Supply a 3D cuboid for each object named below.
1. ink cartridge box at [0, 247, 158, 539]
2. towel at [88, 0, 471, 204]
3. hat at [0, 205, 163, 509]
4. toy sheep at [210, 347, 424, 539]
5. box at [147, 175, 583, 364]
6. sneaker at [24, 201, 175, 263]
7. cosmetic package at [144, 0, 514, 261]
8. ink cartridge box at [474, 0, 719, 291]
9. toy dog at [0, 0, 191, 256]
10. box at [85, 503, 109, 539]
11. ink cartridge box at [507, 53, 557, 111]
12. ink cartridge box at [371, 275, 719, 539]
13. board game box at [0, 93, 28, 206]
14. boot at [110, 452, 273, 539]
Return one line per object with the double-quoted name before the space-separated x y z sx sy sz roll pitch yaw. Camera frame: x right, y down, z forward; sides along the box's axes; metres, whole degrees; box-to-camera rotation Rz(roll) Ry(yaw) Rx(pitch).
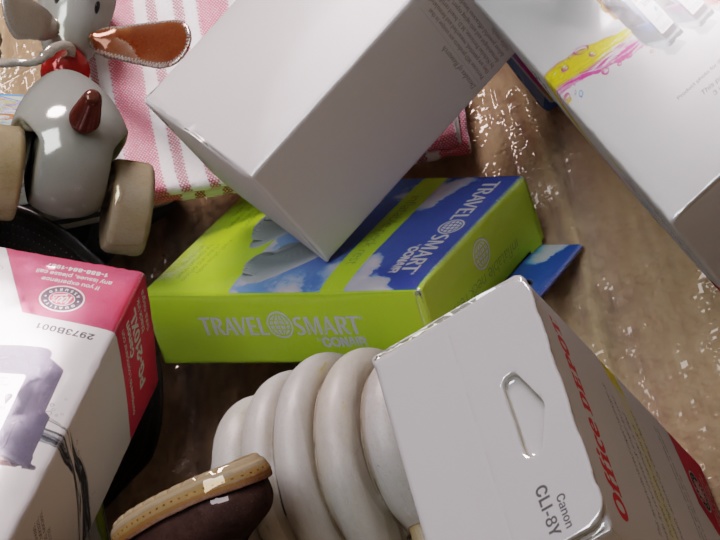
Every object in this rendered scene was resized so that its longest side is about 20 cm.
"ink cartridge box" -0.199 0.083 1.431 0.144 0.085 0.200 10 44 13
"towel" -0.048 -0.103 1.618 0.199 0.030 0.147 -10 53 -2
"hat" -0.176 0.043 1.614 0.200 0.202 0.081 -7 17 31
"toy sheep" -0.008 0.106 1.440 0.199 0.138 0.139 -17 53 23
"box" 0.000 0.000 1.524 0.199 0.048 0.122 -1 30 34
"sneaker" -0.195 -0.008 1.682 0.199 0.080 0.078 -13 16 0
"cosmetic package" 0.001 -0.119 1.501 0.200 0.085 0.108 -48 45 -3
"ink cartridge box" 0.181 -0.090 1.425 0.145 0.145 0.200 -41 46 5
"toy dog" -0.151 -0.103 1.540 0.201 0.131 0.097 65 146 33
"box" -0.229 0.152 1.519 0.199 0.060 0.117 -23 48 6
"ink cartridge box" 0.144 -0.200 1.572 0.199 0.076 0.137 -32 48 11
"ink cartridge box" 0.099 0.116 1.308 0.083 0.200 0.146 -30 48 14
"board game box" -0.213 -0.070 1.680 0.199 0.134 0.034 7 107 46
"boot" -0.066 0.192 1.390 0.200 0.072 0.167 -44 71 45
